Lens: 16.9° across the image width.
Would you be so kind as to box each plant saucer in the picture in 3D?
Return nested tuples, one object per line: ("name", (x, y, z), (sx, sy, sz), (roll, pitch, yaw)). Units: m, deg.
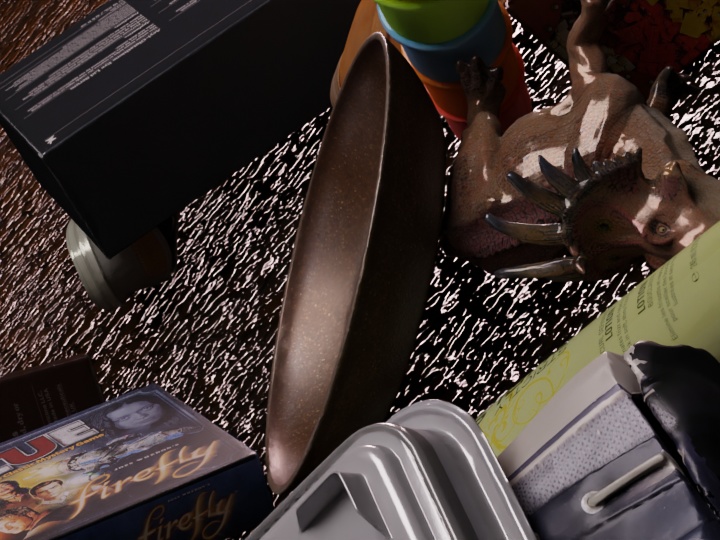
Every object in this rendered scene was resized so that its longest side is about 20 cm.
("plant saucer", (0.000, 0.000, 1.035), (0.200, 0.037, 0.201), (-168, 90, -80))

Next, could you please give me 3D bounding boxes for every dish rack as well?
("dish rack", (-0.015, 0.154, 0.758), (0.200, 0.044, 0.172), (-47, 50, 28))

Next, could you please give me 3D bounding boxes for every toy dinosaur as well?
("toy dinosaur", (0.075, -0.032, 0.964), (0.200, 0.086, 0.136), (-31, 34, 54))

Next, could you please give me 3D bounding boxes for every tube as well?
("tube", (0.077, 0.052, 0.862), (0.058, 0.052, 0.200), (-12, -23, -50))

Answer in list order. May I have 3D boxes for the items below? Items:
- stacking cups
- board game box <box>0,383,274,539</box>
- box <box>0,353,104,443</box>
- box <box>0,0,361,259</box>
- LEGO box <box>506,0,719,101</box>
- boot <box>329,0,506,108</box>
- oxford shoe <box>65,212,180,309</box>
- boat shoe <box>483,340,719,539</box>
("stacking cups", (0.034, -0.112, 1.047), (0.061, 0.060, 0.200), (-54, -22, -10))
("board game box", (-0.155, 0.115, 1.085), (0.200, 0.035, 0.135), (-22, 19, -20))
("box", (-0.230, 0.106, 1.216), (0.200, 0.075, 0.100), (-13, -6, -38))
("box", (-0.095, -0.110, 1.349), (0.200, 0.079, 0.141), (-35, 26, -8))
("LEGO box", (0.142, -0.183, 1.083), (0.149, 0.077, 0.200), (-40, 23, 25))
("boot", (0.046, -0.167, 1.208), (0.200, 0.077, 0.155), (-61, 7, -12))
("oxford shoe", (-0.135, -0.037, 1.428), (0.058, 0.075, 0.200), (-25, 22, 6))
("boat shoe", (0.054, 0.119, 0.767), (0.200, 0.075, 0.093), (-52, 34, 26))
